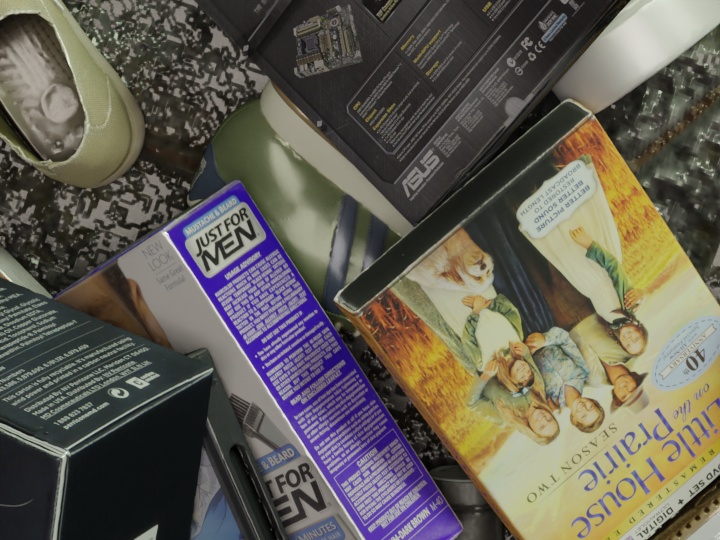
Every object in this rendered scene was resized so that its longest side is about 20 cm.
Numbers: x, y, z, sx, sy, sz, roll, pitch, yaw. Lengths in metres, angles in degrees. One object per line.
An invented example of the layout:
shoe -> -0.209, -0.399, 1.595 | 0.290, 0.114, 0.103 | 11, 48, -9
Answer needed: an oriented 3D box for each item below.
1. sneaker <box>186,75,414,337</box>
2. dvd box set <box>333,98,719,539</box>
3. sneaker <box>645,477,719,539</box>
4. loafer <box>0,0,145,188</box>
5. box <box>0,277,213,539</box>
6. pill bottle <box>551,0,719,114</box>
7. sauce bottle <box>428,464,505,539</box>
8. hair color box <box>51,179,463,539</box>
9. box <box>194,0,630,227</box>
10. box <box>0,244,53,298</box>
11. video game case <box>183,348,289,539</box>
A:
sneaker -> 0.000, 0.000, 1.303 | 0.090, 0.067, 0.200 | -41, 97, 21
dvd box set -> 0.098, 0.041, 1.261 | 0.146, 0.029, 0.200 | -39, 118, -6
sneaker -> 0.192, 0.159, 1.303 | 0.200, 0.070, 0.109 | -39, 91, 3
loafer -> -0.180, -0.123, 1.290 | 0.076, 0.068, 0.200 | -44, 93, 7
box -> -0.189, 0.115, 1.234 | 0.196, 0.124, 0.201 | 21, 116, 24
pill bottle -> 0.078, -0.175, 1.247 | 0.114, 0.114, 0.200 | -36, 93, 6
sauce bottle -> 0.053, 0.197, 1.316 | 0.064, 0.065, 0.201 | -1, 98, 3
hair color box -> -0.052, 0.069, 1.283 | 0.109, 0.065, 0.200 | -29, 94, 47
box -> 0.028, -0.136, 1.197 | 0.158, 0.048, 0.200 | 46, 136, 5
box -> -0.213, -0.018, 1.319 | 0.039, 0.041, 0.200 | -45, 93, 7
video game case -> -0.115, 0.147, 1.290 | 0.200, 0.025, 0.181 | -19, 96, 37
